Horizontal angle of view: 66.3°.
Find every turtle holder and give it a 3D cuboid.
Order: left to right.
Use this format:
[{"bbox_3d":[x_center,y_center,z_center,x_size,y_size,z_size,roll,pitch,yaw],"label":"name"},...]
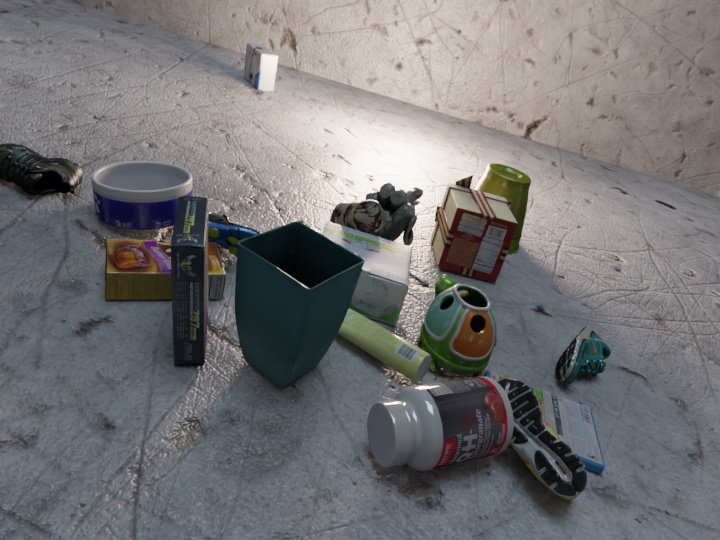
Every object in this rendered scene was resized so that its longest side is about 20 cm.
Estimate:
[{"bbox_3d":[0.185,0.094,1.008,0.137,0.136,0.186,20,28,9],"label":"turtle holder"}]

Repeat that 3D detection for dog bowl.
[{"bbox_3d":[-0.450,-0.160,1.147,0.192,0.081,0.202,6,26,-3],"label":"dog bowl"}]

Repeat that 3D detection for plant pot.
[{"bbox_3d":[-0.104,0.060,0.837,0.139,0.206,0.140,29,31,24],"label":"plant pot"},{"bbox_3d":[0.387,-0.184,1.546,0.193,0.198,0.202,12,28,-7],"label":"plant pot"}]

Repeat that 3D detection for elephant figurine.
[{"bbox_3d":[0.095,-0.131,1.379,0.145,0.152,0.199,65,16,14],"label":"elephant figurine"}]

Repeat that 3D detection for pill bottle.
[{"bbox_3d":[0.110,0.215,0.775,0.194,0.114,0.111,-1,32,-29],"label":"pill bottle"}]

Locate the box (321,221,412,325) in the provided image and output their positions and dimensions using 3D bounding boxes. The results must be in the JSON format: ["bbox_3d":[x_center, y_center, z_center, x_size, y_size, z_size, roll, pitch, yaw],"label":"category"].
[{"bbox_3d":[0.000,0.000,1.113,0.193,0.099,0.178,16,28,-1],"label":"box"}]

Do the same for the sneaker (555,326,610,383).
[{"bbox_3d":[0.444,0.170,1.081,0.079,0.079,0.197,39,35,22],"label":"sneaker"}]

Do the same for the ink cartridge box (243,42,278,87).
[{"bbox_3d":[-0.436,-0.887,2.400,0.083,0.151,0.200,-6,34,-31],"label":"ink cartridge box"}]

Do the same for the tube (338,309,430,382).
[{"bbox_3d":[0.029,0.122,0.957,0.196,0.053,0.058,29,-11,28],"label":"tube"}]

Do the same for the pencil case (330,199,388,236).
[{"bbox_3d":[-0.009,-0.119,1.264,0.086,0.081,0.199,10,2,-19],"label":"pencil case"}]

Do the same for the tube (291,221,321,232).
[{"bbox_3d":[-0.143,-0.068,1.212,0.059,0.051,0.201,58,20,-13],"label":"tube"}]

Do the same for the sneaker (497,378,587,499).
[{"bbox_3d":[0.258,0.255,0.824,0.077,0.091,0.202,-31,48,2],"label":"sneaker"}]

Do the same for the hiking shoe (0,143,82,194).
[{"bbox_3d":[-0.682,-0.203,1.127,0.193,0.078,0.101,6,26,-21],"label":"hiking shoe"}]

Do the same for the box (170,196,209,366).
[{"bbox_3d":[-0.256,0.014,0.836,0.049,0.206,0.159,1,30,-13],"label":"box"}]

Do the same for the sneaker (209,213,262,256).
[{"bbox_3d":[-0.271,-0.081,1.137,0.193,0.073,0.083,16,34,5],"label":"sneaker"}]

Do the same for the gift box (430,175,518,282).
[{"bbox_3d":[0.285,-0.111,1.365,0.178,0.205,0.188,17,26,-8],"label":"gift box"}]

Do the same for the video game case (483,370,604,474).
[{"bbox_3d":[0.300,0.247,0.922,0.194,0.018,0.144,20,29,5],"label":"video game case"}]

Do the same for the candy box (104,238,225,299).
[{"bbox_3d":[-0.346,-0.003,0.977,0.194,0.058,0.117,2,30,-28],"label":"candy box"}]
